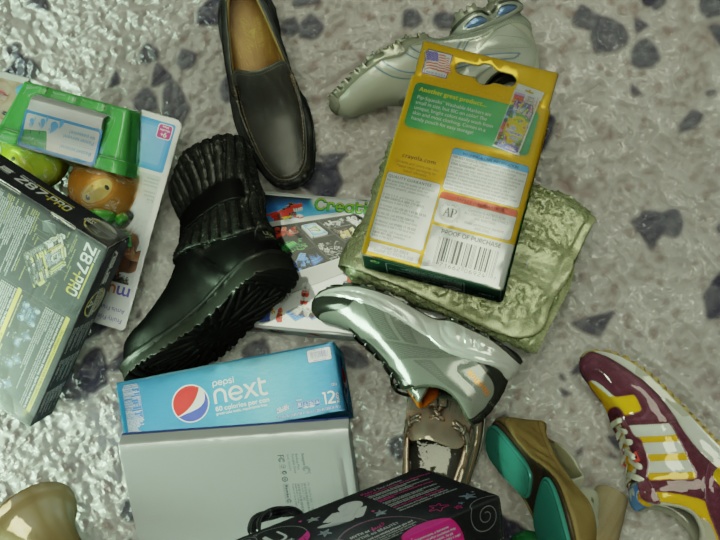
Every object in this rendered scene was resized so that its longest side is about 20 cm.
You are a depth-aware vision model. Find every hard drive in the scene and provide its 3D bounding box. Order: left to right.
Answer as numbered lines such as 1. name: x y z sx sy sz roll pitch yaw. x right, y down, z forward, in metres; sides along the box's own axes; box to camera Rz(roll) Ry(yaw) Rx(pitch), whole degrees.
1. hard drive: -0.101 0.194 1.577 0.199 0.025 0.132 -4 119 5

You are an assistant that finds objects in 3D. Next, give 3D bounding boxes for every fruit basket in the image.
1. fruit basket: -0.276 -0.066 1.647 0.185 0.094 0.201 16 85 9

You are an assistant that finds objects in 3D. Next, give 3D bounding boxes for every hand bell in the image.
1. hand bell: -0.232 0.282 1.541 0.104 0.104 0.200 -48 58 -3

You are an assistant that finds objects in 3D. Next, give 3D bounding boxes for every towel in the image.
1. towel: 0.094 -0.026 1.592 0.199 0.036 0.149 21 81 8

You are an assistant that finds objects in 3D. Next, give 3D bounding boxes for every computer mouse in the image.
1. computer mouse: -0.029 0.243 1.529 0.034 0.200 0.059 -22 54 35

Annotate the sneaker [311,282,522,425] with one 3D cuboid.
1. sneaker: 0.037 0.067 1.542 0.200 0.074 0.080 23 84 29

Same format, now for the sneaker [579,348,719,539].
1. sneaker: 0.250 0.156 1.557 0.200 0.075 0.090 44 81 12

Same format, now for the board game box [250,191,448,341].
1. board game box: 0.000 0.000 1.632 0.199 0.035 0.127 6 80 7

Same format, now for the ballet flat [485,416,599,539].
1. ballet flat: 0.167 0.186 1.520 0.063 0.200 0.069 -3 124 -19

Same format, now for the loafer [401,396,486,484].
1. loafer: 0.068 0.161 1.568 0.072 0.063 0.201 6 90 12

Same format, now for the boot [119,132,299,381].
1. boot: -0.153 -0.007 1.625 0.211 0.079 0.158 -38 60 22

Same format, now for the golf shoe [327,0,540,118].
1. golf shoe: 0.070 -0.171 1.637 0.199 0.078 0.098 -25 84 3

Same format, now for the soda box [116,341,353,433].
1. soda box: -0.111 0.116 1.607 0.199 0.068 0.064 -10 79 5

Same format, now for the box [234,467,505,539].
1. box: 0.010 0.258 1.444 0.199 0.115 0.133 -18 107 -29

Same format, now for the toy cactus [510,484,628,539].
1. toy cactus: 0.186 0.266 1.549 0.199 0.102 0.165 24 65 12

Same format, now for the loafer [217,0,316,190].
1. loafer: -0.092 -0.172 1.654 0.073 0.072 0.201 -20 79 2

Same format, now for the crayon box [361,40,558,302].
1. crayon box: 0.088 -0.086 1.561 0.125 0.052 0.201 15 78 7

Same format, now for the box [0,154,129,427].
1. box: -0.315 0.015 1.615 0.161 0.049 0.200 31 113 12
